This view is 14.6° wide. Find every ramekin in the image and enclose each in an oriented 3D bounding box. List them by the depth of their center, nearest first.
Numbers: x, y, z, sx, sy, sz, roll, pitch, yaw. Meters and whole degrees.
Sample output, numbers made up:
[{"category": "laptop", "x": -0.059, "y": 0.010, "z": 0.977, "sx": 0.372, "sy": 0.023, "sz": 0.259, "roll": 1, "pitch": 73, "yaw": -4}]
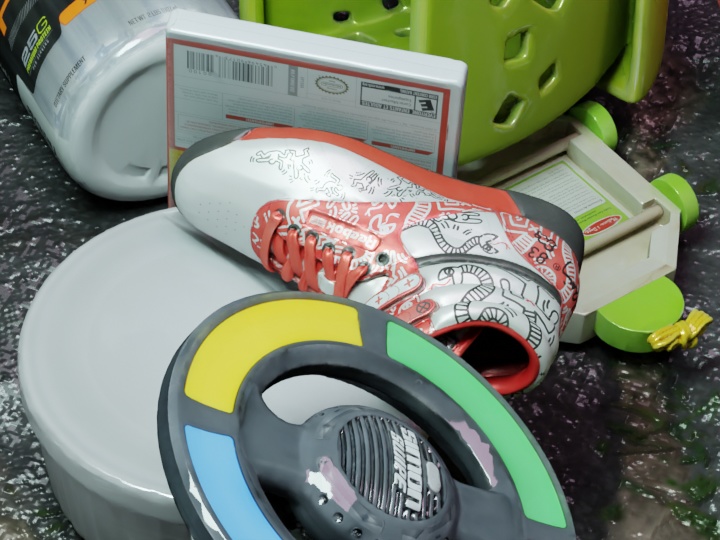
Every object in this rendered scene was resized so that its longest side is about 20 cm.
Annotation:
[{"category": "ramekin", "x": -0.061, "y": 0.067, "z": 1.343, "sx": 0.202, "sy": 0.094, "sz": 0.202, "roll": 2, "pitch": 45, "yaw": -2}]

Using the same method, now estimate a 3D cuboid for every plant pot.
[{"category": "plant pot", "x": 0.058, "y": -0.186, "z": 1.523, "sx": 0.181, "sy": 0.200, "sz": 0.199, "roll": -13, "pitch": 30, "yaw": -27}]

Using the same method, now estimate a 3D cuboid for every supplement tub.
[{"category": "supplement tub", "x": -0.144, "y": -0.141, "z": 1.528, "sx": 0.122, "sy": 0.123, "sz": 0.200, "roll": -18, "pitch": 48, "yaw": -22}]

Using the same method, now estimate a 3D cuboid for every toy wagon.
[{"category": "toy wagon", "x": 0.104, "y": -0.013, "z": 1.481, "sx": 0.155, "sy": 0.040, "sz": 0.200, "roll": -26, "pitch": 53, "yaw": -28}]

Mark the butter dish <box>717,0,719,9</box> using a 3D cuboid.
[{"category": "butter dish", "x": 0.262, "y": -0.126, "z": 1.546, "sx": 0.200, "sy": 0.148, "sz": 0.200, "roll": 27, "pitch": 34, "yaw": -41}]

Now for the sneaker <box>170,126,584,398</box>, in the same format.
[{"category": "sneaker", "x": 0.001, "y": -0.001, "z": 1.304, "sx": 0.201, "sy": 0.067, "sz": 0.108, "roll": 13, "pitch": 41, "yaw": 3}]

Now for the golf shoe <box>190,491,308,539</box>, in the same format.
[{"category": "golf shoe", "x": -0.052, "y": 0.155, "z": 1.206, "sx": 0.094, "sy": 0.200, "sz": 0.078, "roll": -26, "pitch": 6, "yaw": -7}]

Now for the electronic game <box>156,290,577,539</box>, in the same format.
[{"category": "electronic game", "x": 0.006, "y": 0.090, "z": 1.169, "sx": 0.200, "sy": 0.042, "sz": 0.200, "roll": 23, "pitch": 39, "yaw": -21}]

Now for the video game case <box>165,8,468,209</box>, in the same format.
[{"category": "video game case", "x": -0.025, "y": -0.041, "z": 1.381, "sx": 0.143, "sy": 0.200, "sz": 0.017, "roll": 11, "pitch": 51, "yaw": 6}]
